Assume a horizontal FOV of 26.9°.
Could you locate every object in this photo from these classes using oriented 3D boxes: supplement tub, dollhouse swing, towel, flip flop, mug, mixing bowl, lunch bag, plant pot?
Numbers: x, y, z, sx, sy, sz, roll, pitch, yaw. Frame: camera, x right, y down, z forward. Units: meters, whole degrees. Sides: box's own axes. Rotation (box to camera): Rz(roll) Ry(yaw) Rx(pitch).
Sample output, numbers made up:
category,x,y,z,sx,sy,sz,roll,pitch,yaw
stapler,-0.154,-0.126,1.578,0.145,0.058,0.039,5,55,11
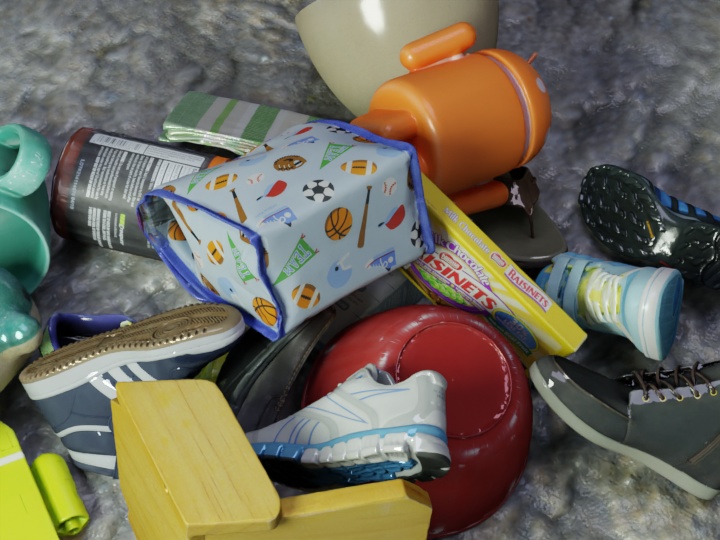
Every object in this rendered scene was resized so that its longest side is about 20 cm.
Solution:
category,x,y,z,sx,sy,sz,roll,pitch,yaw
supplement tub,-0.171,-0.059,1.358,0.200,0.107,0.107,13,51,5
dollhouse swing,-0.068,0.168,1.122,0.176,0.200,0.182,-21,56,-19
towel,-0.080,-0.126,1.425,0.200,0.023,0.153,12,20,1
flip flop,0.136,-0.080,1.431,0.081,0.058,0.200,-10,53,-13
mug,-0.333,-0.055,1.304,0.185,0.152,0.115,-17,49,6
mixing bowl,0.059,0.104,1.210,0.200,0.108,0.201,6,65,-12
lunch bag,-0.066,-0.045,1.230,0.170,0.124,0.200,-29,35,-29
plant pot,0.049,-0.206,1.462,0.200,0.200,0.135,-14,88,-15

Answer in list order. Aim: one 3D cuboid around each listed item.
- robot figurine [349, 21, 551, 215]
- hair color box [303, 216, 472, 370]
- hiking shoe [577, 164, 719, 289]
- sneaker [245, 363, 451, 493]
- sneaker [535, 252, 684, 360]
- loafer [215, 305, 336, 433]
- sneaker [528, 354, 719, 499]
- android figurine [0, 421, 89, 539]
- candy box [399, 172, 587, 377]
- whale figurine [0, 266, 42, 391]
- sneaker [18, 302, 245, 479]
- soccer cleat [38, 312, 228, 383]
category,x,y,z,sx,sy,sz,roll,pitch,yaw
robot figurine,0.088,-0.133,1.346,0.200,0.117,0.144,-22,69,-29
hair color box,0.000,0.000,1.354,0.099,0.061,0.200,36,57,21
hiking shoe,0.290,-0.034,1.411,0.087,0.074,0.200,10,22,-49
sneaker,-0.010,0.116,1.134,0.200,0.075,0.087,-10,57,36
sneaker,0.208,0.027,1.293,0.130,0.200,0.080,11,89,14
loafer,-0.083,0.103,1.227,0.072,0.073,0.200,43,85,-19
sneaker,0.240,0.097,1.224,0.200,0.106,0.075,28,22,-16
android figurine,-0.312,0.196,1.182,0.182,0.041,0.200,-21,57,-20
candy box,0.092,0.008,1.279,0.200,0.102,0.026,44,56,-4
whale figurine,-0.334,0.063,1.205,0.159,0.104,0.200,-21,27,12
sneaker,-0.166,0.099,1.202,0.200,0.109,0.070,-17,18,21
soccer cleat,-0.172,0.077,1.261,0.200,0.084,0.065,9,51,1
